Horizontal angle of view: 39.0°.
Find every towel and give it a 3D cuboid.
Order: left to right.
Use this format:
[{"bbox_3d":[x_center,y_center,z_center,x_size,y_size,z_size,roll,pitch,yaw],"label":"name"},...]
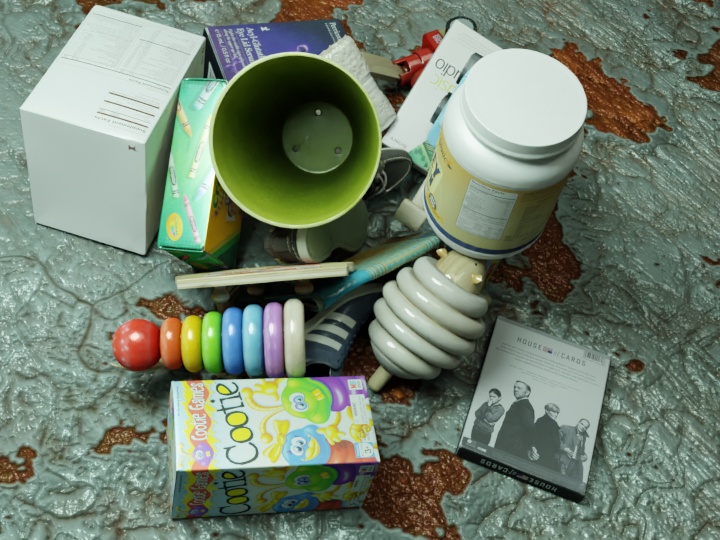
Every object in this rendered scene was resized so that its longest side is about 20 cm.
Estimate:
[{"bbox_3d":[-0.060,-0.196,1.308,0.200,0.133,0.034,-38,28,-9],"label":"towel"},{"bbox_3d":[0.000,0.000,1.190,0.200,0.147,0.022,-26,100,-27],"label":"towel"}]

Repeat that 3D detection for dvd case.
[{"bbox_3d":[0.206,0.155,1.184,0.150,0.025,0.200,21,49,4],"label":"dvd case"}]

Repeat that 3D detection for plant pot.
[{"bbox_3d":[-0.064,-0.153,1.180,0.187,0.188,0.200,18,10,1],"label":"plant pot"}]

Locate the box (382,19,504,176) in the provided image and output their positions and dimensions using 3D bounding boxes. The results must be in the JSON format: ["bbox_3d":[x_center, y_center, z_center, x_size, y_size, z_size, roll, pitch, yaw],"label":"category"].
[{"bbox_3d":[0.136,-0.217,1.377,0.144,0.036,0.200,31,87,-3],"label":"box"}]

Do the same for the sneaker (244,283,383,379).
[{"bbox_3d":[-0.033,0.089,1.155,0.200,0.075,0.085,-32,74,-28],"label":"sneaker"}]

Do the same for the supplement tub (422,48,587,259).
[{"bbox_3d":[0.149,-0.118,1.062,0.144,0.200,0.145,3,59,-6],"label":"supplement tub"}]

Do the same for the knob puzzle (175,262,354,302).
[{"bbox_3d":[-0.104,0.013,1.123,0.219,0.220,0.031,-6,93,-18],"label":"knob puzzle"}]

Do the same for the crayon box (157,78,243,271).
[{"bbox_3d":[-0.177,-0.108,1.185,0.058,0.119,0.201,5,80,11],"label":"crayon box"}]

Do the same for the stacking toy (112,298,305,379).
[{"bbox_3d":[-0.157,0.074,1.055,0.199,0.085,0.086,-1,51,-4],"label":"stacking toy"}]

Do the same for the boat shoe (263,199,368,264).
[{"bbox_3d":[-0.048,-0.051,1.231,0.060,0.072,0.201,-3,9,23],"label":"boat shoe"}]

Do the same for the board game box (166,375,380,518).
[{"bbox_3d":[-0.093,0.179,1.039,0.199,0.103,0.105,-1,52,-14],"label":"board game box"}]

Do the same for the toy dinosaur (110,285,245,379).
[{"bbox_3d":[-0.178,0.086,1.139,0.101,0.058,0.200,23,40,24],"label":"toy dinosaur"}]

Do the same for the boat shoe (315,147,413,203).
[{"bbox_3d":[-0.016,-0.105,1.309,0.199,0.067,0.057,-17,40,-17],"label":"boat shoe"}]

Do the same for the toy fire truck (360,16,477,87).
[{"bbox_3d":[0.102,-0.266,1.450,0.200,0.129,0.176,-22,59,-14],"label":"toy fire truck"}]

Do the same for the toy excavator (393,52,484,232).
[{"bbox_3d":[0.119,-0.158,1.266,0.100,0.195,0.200,34,29,3],"label":"toy excavator"}]

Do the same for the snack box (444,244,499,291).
[{"bbox_3d":[0.177,-0.081,1.274,0.068,0.169,0.200,29,51,9],"label":"snack box"}]

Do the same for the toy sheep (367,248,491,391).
[{"bbox_3d":[0.075,0.058,1.148,0.138,0.200,0.138,31,10,-6],"label":"toy sheep"}]

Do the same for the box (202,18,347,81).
[{"bbox_3d":[-0.104,-0.254,1.389,0.199,0.104,0.148,-10,54,-20],"label":"box"}]

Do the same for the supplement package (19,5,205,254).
[{"bbox_3d":[-0.289,-0.167,1.215,0.147,0.192,0.200,16,49,2],"label":"supplement package"}]
